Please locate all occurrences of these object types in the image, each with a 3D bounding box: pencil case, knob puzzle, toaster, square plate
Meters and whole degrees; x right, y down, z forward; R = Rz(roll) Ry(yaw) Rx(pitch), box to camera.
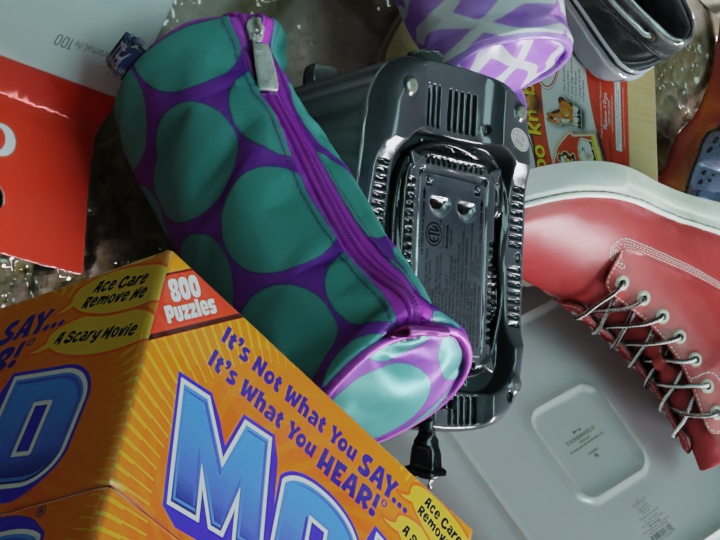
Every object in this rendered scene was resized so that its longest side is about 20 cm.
[{"bbox_3d":[0.044,-0.180,1.061,0.084,0.086,0.201,-11,73,-7],"label":"pencil case"},{"bbox_3d":[0.081,-0.085,1.162,0.219,0.030,0.220,13,69,-37],"label":"knob puzzle"},{"bbox_3d":[0.000,0.000,1.001,0.113,0.129,0.201,7,82,-46],"label":"toaster"},{"bbox_3d":[0.112,0.093,1.114,0.200,0.028,0.198,-25,73,-41],"label":"square plate"},{"bbox_3d":[-0.032,-0.019,0.896,0.085,0.093,0.200,-5,51,-38],"label":"pencil case"}]

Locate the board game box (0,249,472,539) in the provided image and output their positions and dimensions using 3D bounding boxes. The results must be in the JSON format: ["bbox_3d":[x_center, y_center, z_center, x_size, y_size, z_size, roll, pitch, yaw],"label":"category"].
[{"bbox_3d":[-0.104,0.151,0.798,0.200,0.200,0.200,45,41,-36],"label":"board game box"}]

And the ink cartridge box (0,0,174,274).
[{"bbox_3d":[-0.151,-0.113,0.903,0.160,0.047,0.201,18,73,-46],"label":"ink cartridge box"}]

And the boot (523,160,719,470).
[{"bbox_3d":[0.139,0.028,1.094,0.200,0.072,0.145,11,59,-41],"label":"boot"}]

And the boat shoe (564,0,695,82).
[{"bbox_3d":[0.117,-0.197,1.159,0.200,0.071,0.072,53,50,-14],"label":"boat shoe"}]

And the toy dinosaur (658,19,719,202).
[{"bbox_3d":[0.188,-0.037,1.274,0.181,0.105,0.200,-13,61,-34],"label":"toy dinosaur"}]

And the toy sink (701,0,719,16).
[{"bbox_3d":[0.285,-0.237,1.269,0.112,0.200,0.131,36,62,-40],"label":"toy sink"}]
